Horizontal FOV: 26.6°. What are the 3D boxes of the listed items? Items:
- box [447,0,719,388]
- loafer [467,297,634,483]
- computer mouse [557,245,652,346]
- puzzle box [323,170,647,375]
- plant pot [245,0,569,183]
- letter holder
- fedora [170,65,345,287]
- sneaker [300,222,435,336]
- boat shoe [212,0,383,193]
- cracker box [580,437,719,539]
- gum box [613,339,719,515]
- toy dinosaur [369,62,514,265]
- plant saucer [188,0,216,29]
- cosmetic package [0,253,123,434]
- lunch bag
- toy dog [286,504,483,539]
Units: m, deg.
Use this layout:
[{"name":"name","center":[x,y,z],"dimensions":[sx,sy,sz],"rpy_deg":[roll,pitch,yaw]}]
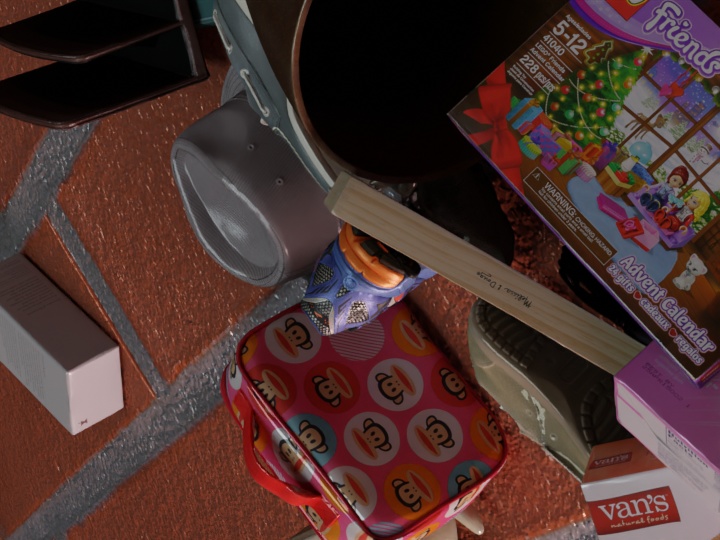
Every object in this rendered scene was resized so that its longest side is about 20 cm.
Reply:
[{"name":"box","center":[0.161,-0.057,0.808],"dimensions":[0.200,0.137,0.039],"rpy_deg":[49,-175,19]},{"name":"loafer","center":[0.147,0.094,1.004],"dimensions":[0.200,0.076,0.068],"rpy_deg":[48,156,17]},{"name":"computer mouse","center":[0.169,-0.026,0.894],"dimensions":[0.138,0.053,0.200],"rpy_deg":[40,143,33]},{"name":"puzzle box","center":[0.070,0.001,0.912],"dimensions":[0.200,0.025,0.133],"rpy_deg":[30,-177,-5]},{"name":"plant pot","center":[0.002,-0.182,0.916],"dimensions":[0.200,0.187,0.187],"rpy_deg":[49,149,46]},{"name":"letter holder","center":[-0.241,-0.193,1.249],"dimensions":[0.200,0.142,0.101],"rpy_deg":[23,133,54]},{"name":"fedora","center":[-0.083,-0.064,1.190],"dimensions":[0.200,0.090,0.177],"rpy_deg":[55,148,10]},{"name":"sneaker","center":[0.000,0.000,1.058],"dimensions":[0.075,0.078,0.200],"rpy_deg":[47,-169,6]},{"name":"boat shoe","center":[-0.046,-0.130,1.072],"dimensions":[0.062,0.073,0.200],"rpy_deg":[-39,75,52]},{"name":"cracker box","center":[0.228,0.191,0.915],"dimensions":[0.134,0.058,0.200],"rpy_deg":[-15,104,22]},{"name":"gum box","center":[0.238,0.089,0.811],"dimensions":[0.200,0.113,0.066],"rpy_deg":[44,167,27]},{"name":"toy dinosaur","center":[0.065,-0.040,1.013],"dimensions":[0.102,0.077,0.200],"rpy_deg":[26,132,62]},{"name":"plant saucer","center":[-0.092,-0.222,1.150],"dimensions":[0.200,0.019,0.070],"rpy_deg":[4,117,55]},{"name":"cosmetic package","center":[-0.353,0.080,1.712],"dimensions":[0.200,0.071,0.101],"rpy_deg":[39,142,32]},{"name":"lunch bag","center":[-0.007,0.116,1.141],"dimensions":[0.200,0.176,0.082],"rpy_deg":[53,147,14]},{"name":"toy dog","center":[0.047,0.277,1.259],"dimensions":[0.194,0.140,0.200],"rpy_deg":[-27,90,22]}]
